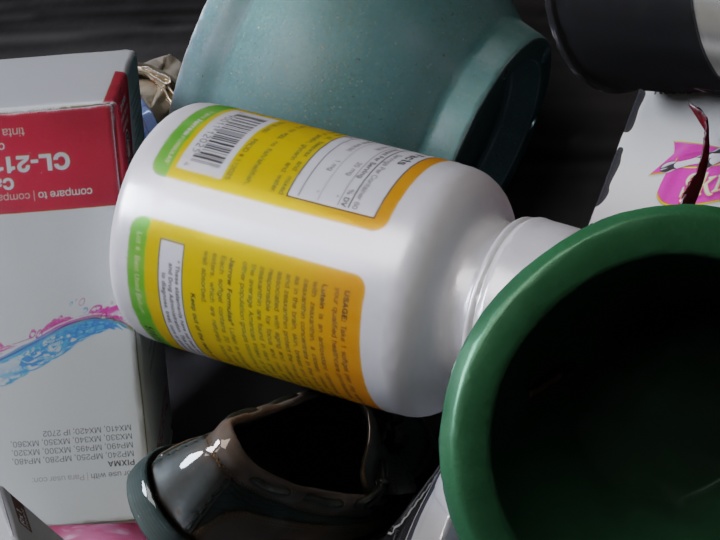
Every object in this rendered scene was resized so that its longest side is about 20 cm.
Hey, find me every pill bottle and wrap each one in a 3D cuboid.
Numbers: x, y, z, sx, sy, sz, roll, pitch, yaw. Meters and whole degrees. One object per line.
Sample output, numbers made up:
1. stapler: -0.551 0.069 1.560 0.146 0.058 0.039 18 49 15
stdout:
1. pill bottle: 0.000 0.000 1.008 0.199 0.111 0.112 15 65 26

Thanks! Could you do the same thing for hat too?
1. hat: 0.123 0.052 0.945 0.200 0.166 0.176 -39 1 0

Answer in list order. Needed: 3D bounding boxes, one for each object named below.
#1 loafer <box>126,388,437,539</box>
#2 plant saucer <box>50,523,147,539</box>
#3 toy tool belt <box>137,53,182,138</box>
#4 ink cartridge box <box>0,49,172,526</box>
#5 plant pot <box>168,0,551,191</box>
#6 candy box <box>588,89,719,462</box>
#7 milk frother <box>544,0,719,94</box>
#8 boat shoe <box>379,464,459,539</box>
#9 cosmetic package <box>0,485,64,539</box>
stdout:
1. loafer: -0.017 0.084 1.020 0.063 0.200 0.072 -41 73 30
2. plant saucer: -0.149 0.197 1.116 0.199 0.051 0.201 -19 47 21
3. toy tool belt: -0.155 -0.024 1.234 0.200 0.125 0.123 -37 19 5
4. ink cartridge box: -0.142 0.007 1.112 0.082 0.201 0.146 -4 15 -1
5. plant pot: 0.011 -0.088 1.150 0.134 0.201 0.201 26 71 17
6. candy box: 0.179 0.011 1.016 0.167 0.072 0.201 2 58 37
7. milk frother: 0.192 -0.178 0.985 0.187 0.201 0.180 10 37 41
8. boat shoe: 0.018 0.149 1.026 0.067 0.072 0.201 11 70 39
9. cosmetic package: -0.205 0.201 1.032 0.199 0.090 0.107 -32 44 7
